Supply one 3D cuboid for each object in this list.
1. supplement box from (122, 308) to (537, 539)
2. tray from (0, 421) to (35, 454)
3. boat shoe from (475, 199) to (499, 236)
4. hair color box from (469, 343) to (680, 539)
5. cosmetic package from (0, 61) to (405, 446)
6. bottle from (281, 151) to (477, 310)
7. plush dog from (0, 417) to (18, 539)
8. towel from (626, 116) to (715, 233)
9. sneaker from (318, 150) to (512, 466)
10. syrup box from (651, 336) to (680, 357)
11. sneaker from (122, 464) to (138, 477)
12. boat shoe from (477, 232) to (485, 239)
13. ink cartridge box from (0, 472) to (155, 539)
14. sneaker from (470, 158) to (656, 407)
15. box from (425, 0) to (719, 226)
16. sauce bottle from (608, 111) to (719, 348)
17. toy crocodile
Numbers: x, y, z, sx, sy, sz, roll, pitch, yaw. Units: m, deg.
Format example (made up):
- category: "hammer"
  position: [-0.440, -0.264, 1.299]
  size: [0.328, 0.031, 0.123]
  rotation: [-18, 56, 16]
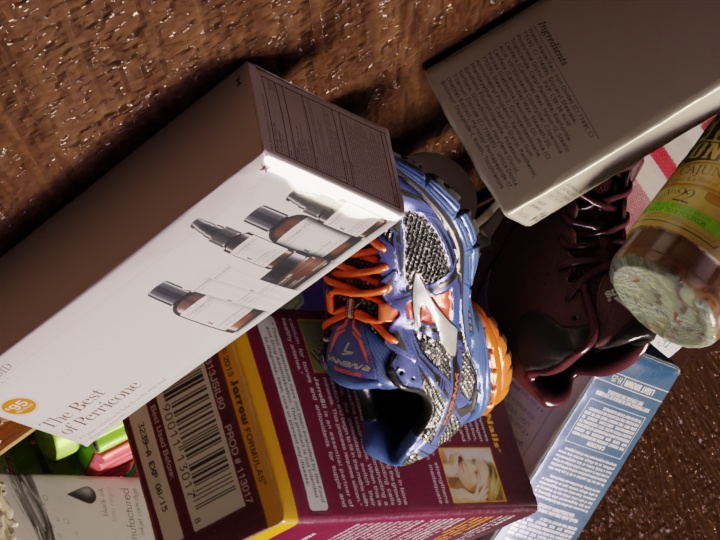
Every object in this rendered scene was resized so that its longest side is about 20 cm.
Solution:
- category: "supplement box"
  position: [-0.015, 0.085, 1.418]
  size: [0.086, 0.111, 0.200]
  rotation: [-29, 160, 36]
- category: "tray"
  position: [-0.156, 0.045, 1.338]
  size: [0.200, 0.037, 0.099]
  rotation: [-36, 168, 28]
- category: "boat shoe"
  position: [0.069, 0.001, 1.670]
  size: [0.200, 0.073, 0.063]
  rotation: [-36, 168, 8]
- category: "hair color box"
  position: [0.074, 0.105, 1.526]
  size: [0.060, 0.100, 0.200]
  rotation: [21, 105, -41]
- category: "cosmetic package"
  position: [-0.082, -0.002, 1.181]
  size: [0.082, 0.051, 0.200]
  rotation: [24, 133, -39]
- category: "bottle"
  position: [0.000, 0.000, 1.475]
  size: [0.083, 0.065, 0.200]
  rotation: [-20, 167, -28]
- category: "plush dog"
  position: [-0.189, 0.146, 1.233]
  size: [0.160, 0.172, 0.200]
  rotation: [-22, 157, -2]
- category: "towel"
  position: [0.189, -0.080, 1.415]
  size: [0.200, 0.144, 0.023]
  rotation: [-32, -167, 14]
- category: "sneaker"
  position: [0.014, 0.016, 1.317]
  size: [0.078, 0.075, 0.200]
  rotation: [-51, 137, -28]
- category: "syrup box"
  position: [0.196, -0.040, 1.618]
  size: [0.200, 0.081, 0.079]
  rotation: [-38, 136, -22]
- category: "sneaker"
  position: [-0.077, 0.131, 1.593]
  size: [0.083, 0.121, 0.200]
  rotation: [-11, 180, -42]
- category: "boat shoe"
  position: [0.065, 0.050, 1.597]
  size: [0.065, 0.202, 0.074]
  rotation: [-34, -145, -17]
- category: "ink cartridge box"
  position: [-0.189, 0.168, 1.466]
  size: [0.200, 0.116, 0.067]
  rotation: [5, 153, -39]
- category: "sneaker"
  position: [0.119, -0.022, 1.360]
  size: [0.075, 0.116, 0.200]
  rotation: [5, 120, -32]
- category: "box"
  position: [0.135, -0.104, 1.293]
  size: [0.200, 0.082, 0.068]
  rotation: [-30, 170, 9]
- category: "sauce bottle"
  position: [0.191, -0.056, 1.330]
  size: [0.200, 0.065, 0.065]
  rotation: [-53, -179, -24]
- category: "toy crocodile"
  position: [-0.146, 0.093, 1.538]
  size: [0.067, 0.062, 0.200]
  rotation: [-25, 169, -27]
